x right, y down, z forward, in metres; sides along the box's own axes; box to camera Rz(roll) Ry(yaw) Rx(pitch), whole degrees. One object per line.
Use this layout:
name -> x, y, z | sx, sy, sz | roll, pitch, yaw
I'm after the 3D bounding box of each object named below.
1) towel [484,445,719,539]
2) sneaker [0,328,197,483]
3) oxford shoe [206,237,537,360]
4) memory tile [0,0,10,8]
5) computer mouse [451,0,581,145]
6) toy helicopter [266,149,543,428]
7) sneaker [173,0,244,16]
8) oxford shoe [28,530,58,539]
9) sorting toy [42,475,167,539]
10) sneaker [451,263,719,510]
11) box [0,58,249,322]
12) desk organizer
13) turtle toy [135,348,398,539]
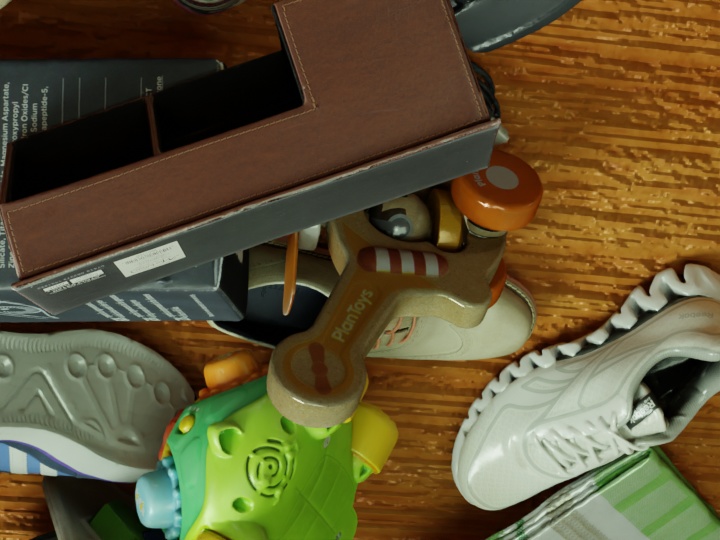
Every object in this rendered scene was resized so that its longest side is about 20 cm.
towel -> 0.124, 0.187, 0.993 | 0.199, 0.031, 0.149 | -36, 137, 11
sneaker -> -0.205, 0.084, 0.899 | 0.146, 0.082, 0.199 | -20, 155, 41
oxford shoe -> 0.004, 0.027, 0.877 | 0.198, 0.074, 0.071 | 6, 119, -10
memory tile -> -0.172, -0.190, 0.683 | 0.199, 0.017, 0.154 | -29, 95, -2
computer mouse -> 0.082, -0.157, 0.794 | 0.200, 0.053, 0.138 | -42, 114, 16
toy helicopter -> 0.000, 0.000, 0.799 | 0.131, 0.201, 0.079 | 26, 134, 7
sneaker -> -0.039, -0.206, 0.741 | 0.080, 0.075, 0.201 | 24, 115, -18
oxford shoe -> -0.195, 0.200, 0.895 | 0.072, 0.199, 0.085 | -35, 80, 28
sorting toy -> -0.090, 0.192, 0.890 | 0.185, 0.200, 0.037 | 40, 95, -24
sneaker -> 0.135, 0.079, 0.918 | 0.199, 0.081, 0.075 | -38, 118, 17
box -> -0.155, -0.033, 0.759 | 0.197, 0.148, 0.106 | 0, 83, -1
desk organizer -> -0.050, -0.054, 0.652 | 0.198, 0.072, 0.078 | -19, 81, -2
turtle toy -> -0.055, 0.119, 0.877 | 0.100, 0.147, 0.200 | 23, 162, 23
